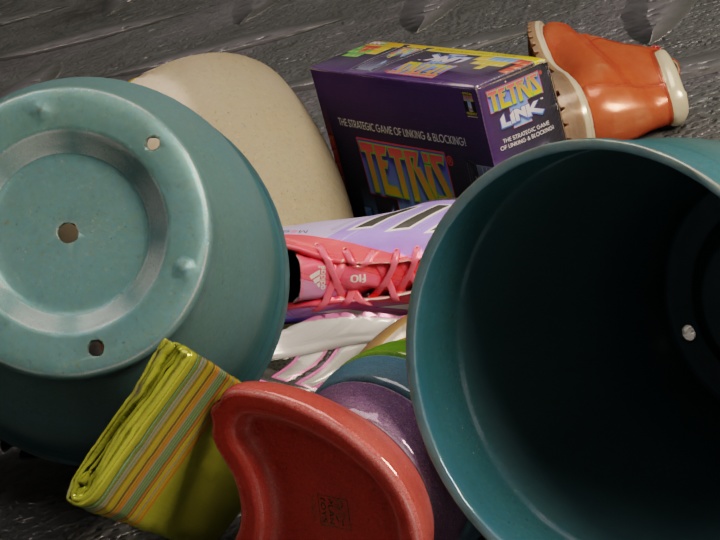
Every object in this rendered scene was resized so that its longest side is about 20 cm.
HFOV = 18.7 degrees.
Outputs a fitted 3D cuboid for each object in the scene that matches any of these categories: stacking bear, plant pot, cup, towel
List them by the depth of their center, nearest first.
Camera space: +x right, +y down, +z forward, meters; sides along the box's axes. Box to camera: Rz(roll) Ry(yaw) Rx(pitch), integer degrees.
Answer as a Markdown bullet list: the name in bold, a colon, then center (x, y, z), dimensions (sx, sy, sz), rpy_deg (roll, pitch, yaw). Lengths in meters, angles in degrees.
- **plant pot**: center (0.153, 0.028, 0.997), dimensions (0.199, 0.201, 0.188), rpy_deg (-4, 8, 35)
- **towel**: center (-0.082, 0.088, 1.052), dimensions (0.086, 0.018, 0.200), rpy_deg (-54, -18, -3)
- **stacking bear**: center (0.033, 0.078, 1.074), dimensions (0.113, 0.122, 0.200), rpy_deg (8, 26, 32)
- **plant pot**: center (-0.134, -0.006, 1.081), dimensions (0.199, 0.201, 0.188), rpy_deg (-18, -5, -4)
- **cup**: center (-0.080, -0.013, 1.356), dimensions (0.200, 0.201, 0.143), rpy_deg (-25, 48, -24)

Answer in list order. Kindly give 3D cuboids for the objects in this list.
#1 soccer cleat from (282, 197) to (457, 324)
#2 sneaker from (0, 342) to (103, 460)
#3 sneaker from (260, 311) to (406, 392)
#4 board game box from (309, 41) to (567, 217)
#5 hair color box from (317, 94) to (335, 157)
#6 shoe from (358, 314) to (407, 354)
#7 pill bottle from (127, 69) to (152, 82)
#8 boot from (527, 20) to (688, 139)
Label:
- **soccer cleat**: center (0.000, 0.000, 1.222), dimensions (0.199, 0.069, 0.073), rpy_deg (-5, 6, 12)
- **sneaker**: center (-0.191, 0.072, 1.274), dimensions (0.079, 0.079, 0.200), rpy_deg (-55, 7, -17)
- **sneaker**: center (-0.038, 0.073, 1.220), dimensions (0.199, 0.087, 0.080), rpy_deg (-1, -11, -8)
- **board game box**: center (0.056, -0.048, 1.327), dimensions (0.057, 0.166, 0.200), rpy_deg (-24, 19, -24)
- **hair color box**: center (0.038, -0.093, 1.524), dimensions (0.101, 0.062, 0.200), rpy_deg (-15, -7, 7)
- **shoe**: center (0.083, 0.042, 1.190), dimensions (0.199, 0.070, 0.053), rpy_deg (-21, 11, -18)
- **pill bottle**: center (-0.194, -0.076, 1.727), dimensions (0.111, 0.112, 0.200), rpy_deg (-6, 21, 32)
- **boot**: center (0.184, -0.144, 1.660), dimensions (0.107, 0.075, 0.200), rpy_deg (-14, 26, -2)
